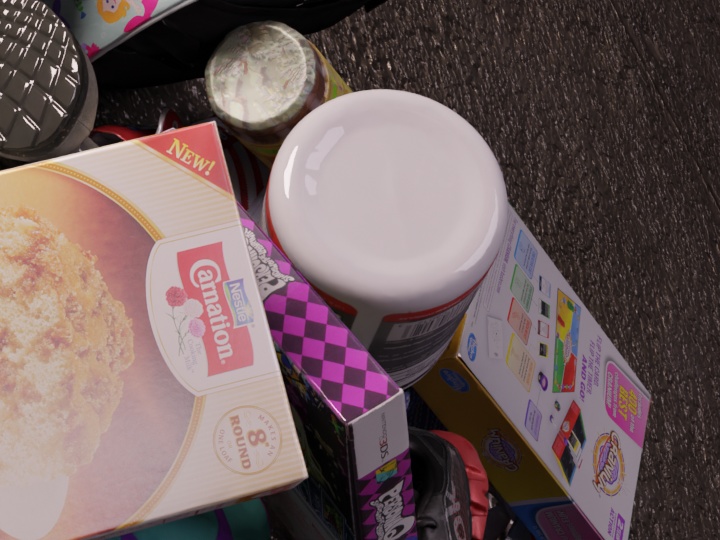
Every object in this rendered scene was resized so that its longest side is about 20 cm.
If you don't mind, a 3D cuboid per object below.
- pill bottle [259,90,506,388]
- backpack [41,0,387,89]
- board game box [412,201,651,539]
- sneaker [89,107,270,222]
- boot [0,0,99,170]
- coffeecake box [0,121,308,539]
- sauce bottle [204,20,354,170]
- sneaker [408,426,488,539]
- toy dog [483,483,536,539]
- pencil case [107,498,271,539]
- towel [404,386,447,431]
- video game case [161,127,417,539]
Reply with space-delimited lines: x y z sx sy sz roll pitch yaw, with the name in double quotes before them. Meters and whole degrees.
"pill bottle" 0.000 0.000 1.050 0.200 0.116 0.116 113 -28 -65
"backpack" -0.092 -0.176 1.102 0.200 0.178 0.151 -31 94 -55
"board game box" 0.108 0.071 1.259 0.200 0.040 0.153 52 35 -28
"sneaker" -0.099 -0.066 1.134 0.113 0.071 0.200 60 30 -30
"boot" -0.149 -0.071 0.923 0.131 0.200 0.068 40 79 -42
"coffeecake box" -0.138 0.040 0.835 0.073 0.200 0.154 130 -55 -79
"sauce bottle" -0.025 -0.077 1.115 0.200 0.065 0.065 37 40 -69
"sneaker" 0.030 0.166 1.047 0.098 0.071 0.201 36 38 -50
"toy dog" 0.083 0.210 1.296 0.096 0.132 0.200 -4 67 -25
"pencil case" -0.114 0.154 0.927 0.200 0.092 0.085 -41 152 -56
"towel" 0.031 0.123 1.246 0.200 0.024 0.145 -28 132 -64
"video game case" -0.042 0.055 0.976 0.200 0.036 0.181 48 -22 35
